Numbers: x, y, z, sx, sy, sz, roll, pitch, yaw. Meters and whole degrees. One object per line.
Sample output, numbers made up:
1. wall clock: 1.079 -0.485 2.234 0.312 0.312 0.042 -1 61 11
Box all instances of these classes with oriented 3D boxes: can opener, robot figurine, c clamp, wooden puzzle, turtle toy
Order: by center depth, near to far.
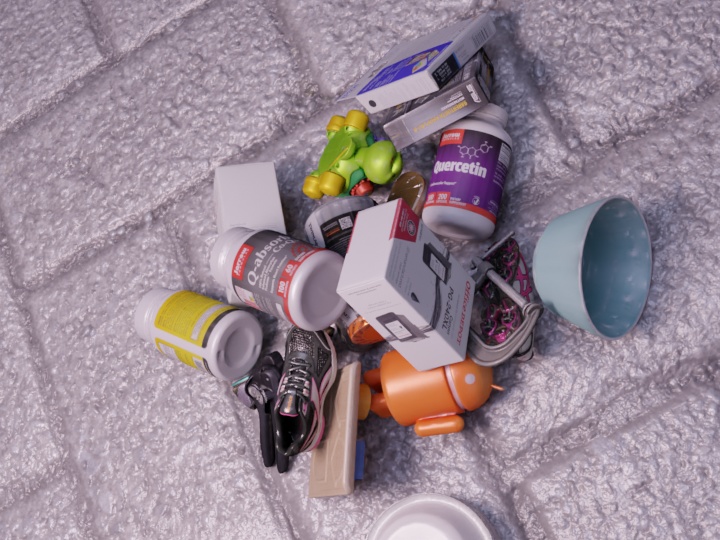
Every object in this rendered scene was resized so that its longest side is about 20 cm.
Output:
1. c clamp: 0.191 0.042 1.481 0.171 0.027 0.200 -40 38 5
2. robot figurine: 0.106 0.158 1.533 0.200 0.117 0.144 -16 25 17
3. wooden puzzle: -0.028 0.238 1.540 0.046 0.200 0.185 9 74 -16
4. can opener: -0.130 0.224 1.591 0.063 0.079 0.200 17 120 40
5. turtle toy: -0.004 -0.172 1.663 0.200 0.101 0.146 3 70 67

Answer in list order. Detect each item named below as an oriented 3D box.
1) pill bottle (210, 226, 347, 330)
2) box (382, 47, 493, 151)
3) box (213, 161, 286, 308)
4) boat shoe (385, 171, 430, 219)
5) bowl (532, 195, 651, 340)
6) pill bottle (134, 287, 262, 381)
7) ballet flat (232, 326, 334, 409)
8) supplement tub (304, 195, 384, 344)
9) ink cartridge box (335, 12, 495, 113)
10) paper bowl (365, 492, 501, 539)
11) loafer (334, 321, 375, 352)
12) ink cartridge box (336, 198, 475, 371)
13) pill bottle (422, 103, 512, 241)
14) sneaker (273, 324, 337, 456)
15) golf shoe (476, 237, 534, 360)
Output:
1. pill bottle: -0.118 0.006 1.500 0.200 0.116 0.116 19 82 41
2. box: 0.123 -0.268 1.613 0.158 0.200 0.048 -27 108 19
3. box: -0.176 -0.056 1.689 0.097 0.124 0.200 -7 70 -12
4. boat shoe: 0.056 -0.056 1.643 0.074 0.066 0.200 38 102 33
5. bowl: 0.317 -0.007 1.475 0.105 0.201 0.201 5 75 43
6. pill bottle: -0.264 0.096 1.689 0.200 0.114 0.114 18 81 36
7. ballet flat: -0.108 0.159 1.644 0.200 0.072 0.072 -33 65 18
8. supplement tub: 0.000 0.000 1.555 0.122 0.123 0.200 -26 66 13
9. ink cartridge box: 0.087 -0.322 1.655 0.200 0.043 0.198 -8 31 45
10. paper bowl: 0.097 0.413 1.467 0.201 0.104 0.201 -6 73 19
11. loafer: -0.033 0.036 1.642 0.200 0.070 0.070 52 139 20
12. ink cartridge box: 0.069 0.023 1.439 0.083 0.200 0.145 -18 43 34
13. pill bottle: 0.167 -0.153 1.604 0.112 0.112 0.200 8 77 23
14. sneaker: -0.084 0.176 1.500 0.080 0.086 0.200 4 100 17
15. golf shoe: 0.220 0.043 1.550 0.073 0.092 0.200 -21 46 31
